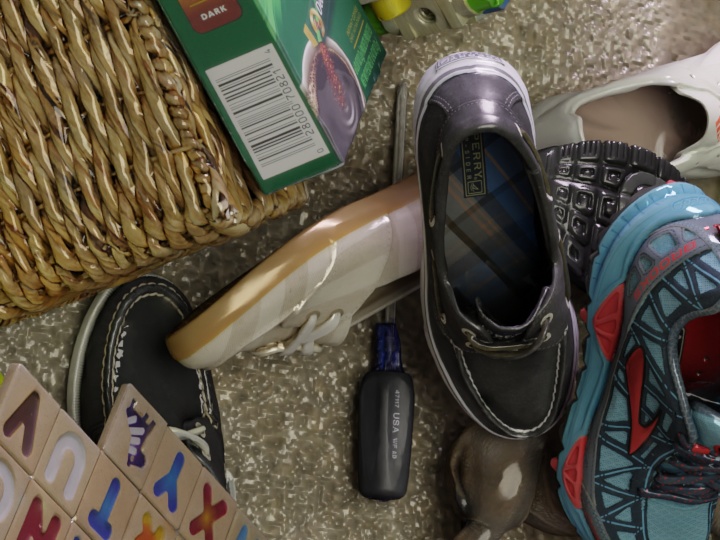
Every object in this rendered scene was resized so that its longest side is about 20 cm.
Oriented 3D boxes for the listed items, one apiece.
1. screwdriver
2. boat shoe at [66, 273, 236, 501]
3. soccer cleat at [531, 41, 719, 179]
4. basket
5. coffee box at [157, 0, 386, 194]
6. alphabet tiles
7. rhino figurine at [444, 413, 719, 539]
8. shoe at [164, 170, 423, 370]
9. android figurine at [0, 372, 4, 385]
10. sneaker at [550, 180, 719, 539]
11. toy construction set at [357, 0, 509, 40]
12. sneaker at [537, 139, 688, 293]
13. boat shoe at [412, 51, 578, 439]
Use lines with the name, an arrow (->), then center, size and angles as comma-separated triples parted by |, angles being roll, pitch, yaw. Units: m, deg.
screwdriver -> 0.011, 0.009, 1.388 | 0.029, 0.028, 0.200 | -3, 79, 4
boat shoe -> -0.090, 0.100, 1.310 | 0.074, 0.060, 0.200 | 5, 84, -24
soccer cleat -> 0.167, -0.075, 1.431 | 0.200, 0.078, 0.069 | -16, 93, -25
basket -> -0.129, -0.092, 1.292 | 0.149, 0.143, 0.200 | -22, 92, 20
coffee box -> -0.058, -0.144, 1.247 | 0.044, 0.123, 0.200 | -21, 111, 19
alphabet tiles -> -0.108, 0.133, 1.209 | 0.200, 0.008, 0.167 | 54, 47, -45
rhino figurine -> 0.126, 0.106, 1.409 | 0.200, 0.060, 0.088 | -2, 90, -26
shoe -> 0.000, 0.000, 1.330 | 0.200, 0.070, 0.053 | -31, 86, -32
android figurine -> -0.202, 0.047, 1.216 | 0.041, 0.182, 0.200 | -42, 77, 15
sneaker -> 0.141, 0.067, 1.307 | 0.079, 0.096, 0.200 | -16, 124, -25
toy construction set -> 0.010, -0.188, 1.353 | 0.200, 0.092, 0.131 | 50, 47, -12
sneaker -> 0.137, -0.001, 1.396 | 0.200, 0.091, 0.076 | 28, 71, -33
boat shoe -> 0.062, 0.003, 1.290 | 0.070, 0.066, 0.200 | -7, 124, -1
